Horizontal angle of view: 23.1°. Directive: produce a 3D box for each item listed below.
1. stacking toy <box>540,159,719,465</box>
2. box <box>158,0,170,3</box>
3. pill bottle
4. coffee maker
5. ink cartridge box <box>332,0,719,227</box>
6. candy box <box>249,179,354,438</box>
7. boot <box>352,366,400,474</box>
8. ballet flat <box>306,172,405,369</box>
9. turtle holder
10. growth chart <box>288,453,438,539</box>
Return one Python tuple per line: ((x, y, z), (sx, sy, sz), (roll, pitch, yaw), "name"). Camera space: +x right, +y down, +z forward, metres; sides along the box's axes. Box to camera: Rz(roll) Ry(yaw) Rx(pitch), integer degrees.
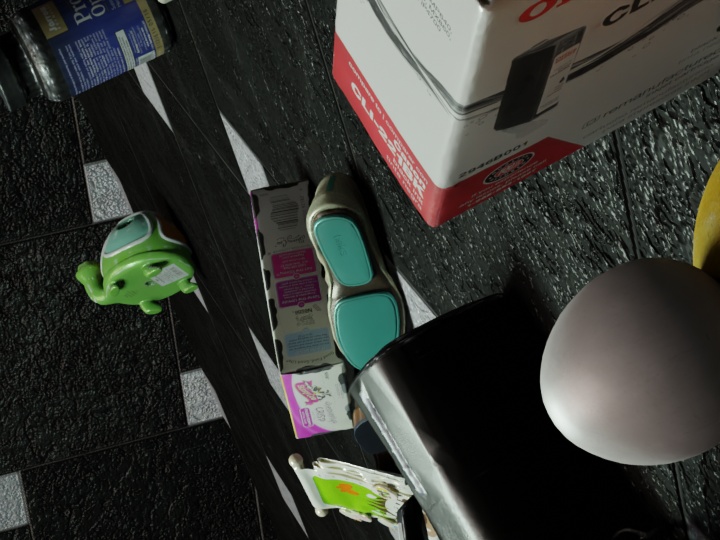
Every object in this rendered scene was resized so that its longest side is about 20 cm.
((0.134, -0.005, 0.437), (0.146, 0.200, 0.146), (59, 169, 19), "stacking toy")
((-0.144, -0.297, 1.378), (0.095, 0.078, 0.200), (62, 169, 7), "box")
((-0.317, -0.257, 1.960), (0.112, 0.200, 0.112), (59, 169, 20), "pill bottle")
((0.099, 0.121, 1.170), (0.192, 0.134, 0.200), (-40, 75, 44), "coffee maker")
((0.072, -0.112, 0.624), (0.084, 0.144, 0.200), (58, 169, 15), "ink cartridge box")
((-0.055, 0.037, 1.644), (0.137, 0.061, 0.201), (81, 177, -59), "candy box")
((0.039, 0.147, 1.670), (0.200, 0.074, 0.097), (67, -166, -54), "boot")
((0.000, 0.000, 1.501), (0.062, 0.067, 0.200), (-88, -10, -46), "ballet flat")
((-0.352, -0.011, 2.806), (0.185, 0.141, 0.132), (-41, 52, 41), "turtle holder")
((0.026, 0.220, 1.667), (0.199, 0.018, 0.145), (8, 150, 28), "growth chart")
